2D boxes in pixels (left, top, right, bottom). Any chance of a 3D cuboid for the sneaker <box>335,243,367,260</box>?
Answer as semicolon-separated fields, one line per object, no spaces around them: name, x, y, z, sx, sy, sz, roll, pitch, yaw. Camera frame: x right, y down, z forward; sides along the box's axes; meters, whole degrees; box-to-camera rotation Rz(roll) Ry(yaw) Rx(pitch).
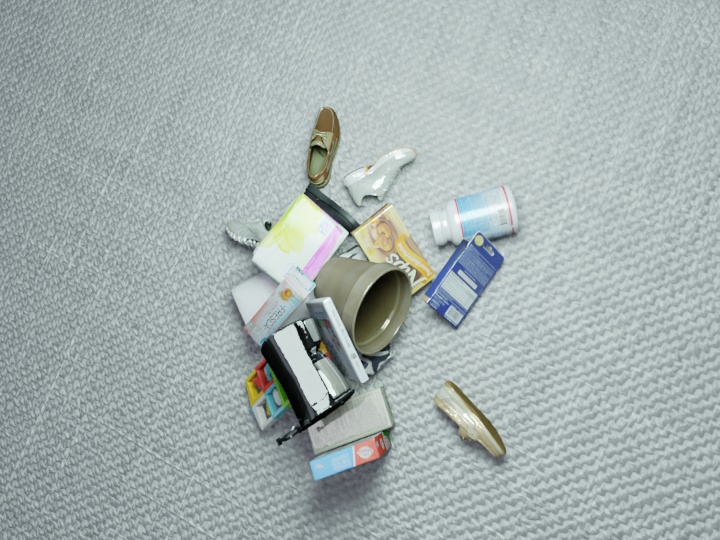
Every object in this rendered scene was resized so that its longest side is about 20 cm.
sneaker;0.000;0.000;1.450;0.196;0.076;0.118;-30;89;8

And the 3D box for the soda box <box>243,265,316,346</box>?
soda box;-0.184;0.084;1.347;0.063;0.069;0.200;43;125;-2

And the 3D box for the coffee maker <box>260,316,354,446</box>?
coffee maker;-0.133;0.224;1.272;0.203;0.189;0.135;56;131;14

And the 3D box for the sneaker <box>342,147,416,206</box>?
sneaker;0.058;-0.226;1.469;0.195;0.076;0.094;-26;85;14

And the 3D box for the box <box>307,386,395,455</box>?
box;-0.024;0.349;1.388;0.194;0.078;0.098;-20;78;7

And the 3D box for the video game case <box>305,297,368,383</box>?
video game case;-0.055;0.147;1.281;0.023;0.199;0.187;-26;93;-16

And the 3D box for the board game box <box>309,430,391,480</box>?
board game box;-0.016;0.404;1.316;0.149;0.200;0.042;-22;78;7

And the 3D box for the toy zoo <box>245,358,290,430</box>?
toy zoo;-0.219;0.287;1.406;0.200;0.020;0.134;-47;59;40

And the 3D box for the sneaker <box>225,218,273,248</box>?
sneaker;-0.258;-0.095;1.481;0.196;0.074;0.084;25;106;33

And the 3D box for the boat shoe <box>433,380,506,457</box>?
boat shoe;0.244;0.346;1.345;0.069;0.073;0.201;-45;75;14

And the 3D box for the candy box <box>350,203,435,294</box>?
candy box;0.077;-0.038;1.392;0.114;0.055;0.203;-34;104;-2

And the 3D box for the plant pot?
plant pot;-0.009;0.056;1.323;0.171;0.199;0.204;27;87;35

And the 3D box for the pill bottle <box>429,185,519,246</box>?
pill bottle;0.263;-0.121;1.387;0.193;0.109;0.113;-13;79;9

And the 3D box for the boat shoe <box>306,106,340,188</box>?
boat shoe;-0.095;-0.315;1.504;0.073;0.074;0.208;5;83;11

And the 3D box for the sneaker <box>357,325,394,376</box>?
sneaker;0.014;0.139;1.417;0.127;0.080;0.203;-27;68;-4

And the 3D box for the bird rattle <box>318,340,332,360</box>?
bird rattle;-0.108;0.216;1.397;0.160;0.113;0.204;-28;71;1

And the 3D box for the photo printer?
photo printer;-0.200;0.073;1.464;0.196;0.069;0.170;-27;84;6

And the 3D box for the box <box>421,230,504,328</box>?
box;0.239;0.018;1.373;0.202;0.120;0.032;-53;32;0

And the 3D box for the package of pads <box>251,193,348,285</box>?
package of pads;-0.144;-0.058;1.389;0.153;0.068;0.202;38;85;-6

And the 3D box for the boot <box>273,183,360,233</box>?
boot;-0.112;-0.103;1.477;0.196;0.073;0.164;36;88;21
